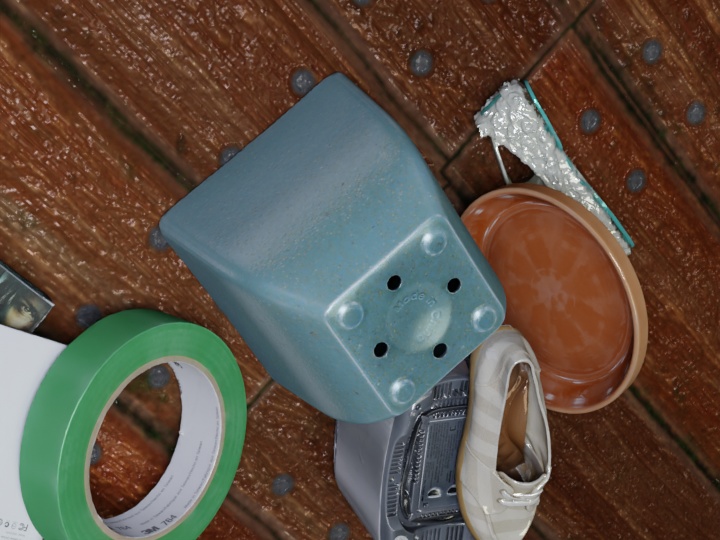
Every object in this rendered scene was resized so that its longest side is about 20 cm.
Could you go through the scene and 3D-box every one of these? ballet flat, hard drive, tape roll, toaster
[{"bbox_3d":[0.161,-0.078,1.365,0.072,0.072,0.200,-42,117,-7],"label":"ballet flat"},{"bbox_3d":[-0.276,0.142,1.172,0.131,0.027,0.202,22,84,-45],"label":"hard drive"},{"bbox_3d":[-0.172,0.132,1.230,0.200,0.048,0.203,-21,118,-46],"label":"tape roll"},{"bbox_3d":[0.046,0.138,1.344,0.113,0.129,0.202,-5,112,-27],"label":"toaster"}]

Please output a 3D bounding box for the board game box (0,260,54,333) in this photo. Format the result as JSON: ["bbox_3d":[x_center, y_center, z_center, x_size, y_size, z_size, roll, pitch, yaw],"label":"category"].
[{"bbox_3d":[-0.338,0.017,1.151,0.136,0.028,0.200,-50,124,-2],"label":"board game box"}]

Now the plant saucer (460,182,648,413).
[{"bbox_3d":[0.157,0.022,1.322,0.032,0.199,0.202,-28,122,-39],"label":"plant saucer"}]

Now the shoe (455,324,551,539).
[{"bbox_3d":[0.117,0.144,1.275,0.069,0.053,0.202,-13,115,-23],"label":"shoe"}]

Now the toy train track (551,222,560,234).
[{"bbox_3d":[0.178,0.015,1.395,0.114,0.033,0.201,-25,141,-11],"label":"toy train track"}]

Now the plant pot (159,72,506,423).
[{"bbox_3d":[0.000,0.000,1.223,0.196,0.200,0.196,-41,122,-8],"label":"plant pot"}]
